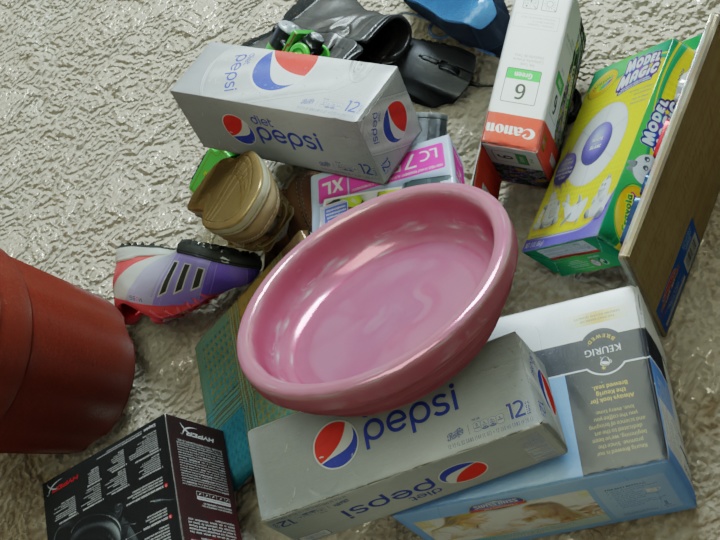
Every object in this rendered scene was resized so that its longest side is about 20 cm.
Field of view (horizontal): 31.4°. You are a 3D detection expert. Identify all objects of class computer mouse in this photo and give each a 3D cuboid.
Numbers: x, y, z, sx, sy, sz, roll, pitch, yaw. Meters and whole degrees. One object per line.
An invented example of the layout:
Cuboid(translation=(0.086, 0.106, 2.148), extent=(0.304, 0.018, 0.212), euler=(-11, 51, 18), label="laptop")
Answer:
Cuboid(translation=(0.104, -0.169, 1.134), extent=(0.199, 0.034, 0.059), euler=(16, 73, 28), label="computer mouse")

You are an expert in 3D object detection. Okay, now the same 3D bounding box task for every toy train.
Cuboid(translation=(-0.092, -0.134, 1.133), extent=(0.056, 0.042, 0.200), euler=(45, 119, 23), label="toy train")

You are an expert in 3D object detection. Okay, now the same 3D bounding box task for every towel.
Cuboid(translation=(-0.077, 0.078, 1.035), extent=(0.200, 0.022, 0.147), euler=(-45, 48, 45), label="towel")

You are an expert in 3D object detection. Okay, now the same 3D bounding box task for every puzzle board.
Cuboid(translation=(0.240, -0.067, 0.955), extent=(0.017, 0.151, 0.201), euler=(16, 74, 29), label="puzzle board")

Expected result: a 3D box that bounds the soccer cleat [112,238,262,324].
Cuboid(translation=(-0.154, 0.013, 1.118), extent=(0.199, 0.068, 0.074), euler=(0, 79, 49), label="soccer cleat")

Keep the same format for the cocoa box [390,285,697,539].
Cuboid(translation=(0.126, 0.115, 0.929), extent=(0.199, 0.133, 0.132), euler=(-15, 62, 17), label="cocoa box")

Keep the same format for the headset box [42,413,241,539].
Cuboid(translation=(-0.169, 0.238, 1.016), extent=(0.148, 0.077, 0.201), euler=(-31, 57, 26), label="headset box")

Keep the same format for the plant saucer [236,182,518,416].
Cuboid(translation=(0.015, 0.024, 0.842), extent=(0.200, 0.051, 0.201), euler=(-23, 31, 15), label="plant saucer")

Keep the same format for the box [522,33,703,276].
Cuboid(translation=(0.206, -0.098, 1.011), extent=(0.201, 0.048, 0.117), euler=(-64, 17, -16), label="box")

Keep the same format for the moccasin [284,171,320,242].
Cuboid(translation=(-0.001, 0.000, 1.052), extent=(0.078, 0.073, 0.202), euler=(-49, 56, 42), label="moccasin")

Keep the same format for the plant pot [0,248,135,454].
Cuboid(translation=(-0.308, 0.072, 1.089), extent=(0.200, 0.195, 0.202), euler=(-8, 74, 30), label="plant pot")

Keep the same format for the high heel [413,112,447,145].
Cuboid(translation=(-0.010, -0.062, 1.125), extent=(0.199, 0.071, 0.144), euler=(1, 88, 38), label="high heel")

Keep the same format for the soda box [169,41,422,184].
Cuboid(translation=(-0.053, -0.129, 1.021), extent=(0.199, 0.068, 0.064), euler=(14, 57, 37), label="soda box")

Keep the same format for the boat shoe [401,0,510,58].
Cuboid(translation=(0.083, -0.235, 1.145), extent=(0.084, 0.069, 0.200), euler=(-37, 32, 14), label="boat shoe")

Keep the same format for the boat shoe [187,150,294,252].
Cuboid(translation=(-0.088, -0.051, 1.046), extent=(0.074, 0.069, 0.200), euler=(-55, 17, -1), label="boat shoe")

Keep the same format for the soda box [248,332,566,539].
Cuboid(translation=(0.029, 0.113, 0.846), extent=(0.199, 0.063, 0.069), euler=(-23, 58, 16), label="soda box")

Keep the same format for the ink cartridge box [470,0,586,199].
Cuboid(translation=(0.135, -0.116, 1.037), extent=(0.050, 0.109, 0.201), euler=(11, 82, 17), label="ink cartridge box")

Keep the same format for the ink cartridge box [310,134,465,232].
Cuboid(translation=(0.024, -0.006, 0.949), extent=(0.119, 0.042, 0.201), euler=(-16, 50, 14), label="ink cartridge box")

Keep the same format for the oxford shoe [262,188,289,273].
Cuboid(translation=(-0.054, 0.005, 1.100), extent=(0.071, 0.071, 0.201), euler=(-21, 58, 15), label="oxford shoe")

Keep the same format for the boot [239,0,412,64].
Cuboid(translation=(-0.056, -0.176, 1.166), extent=(0.200, 0.070, 0.132), euler=(-49, 40, -2), label="boot")
